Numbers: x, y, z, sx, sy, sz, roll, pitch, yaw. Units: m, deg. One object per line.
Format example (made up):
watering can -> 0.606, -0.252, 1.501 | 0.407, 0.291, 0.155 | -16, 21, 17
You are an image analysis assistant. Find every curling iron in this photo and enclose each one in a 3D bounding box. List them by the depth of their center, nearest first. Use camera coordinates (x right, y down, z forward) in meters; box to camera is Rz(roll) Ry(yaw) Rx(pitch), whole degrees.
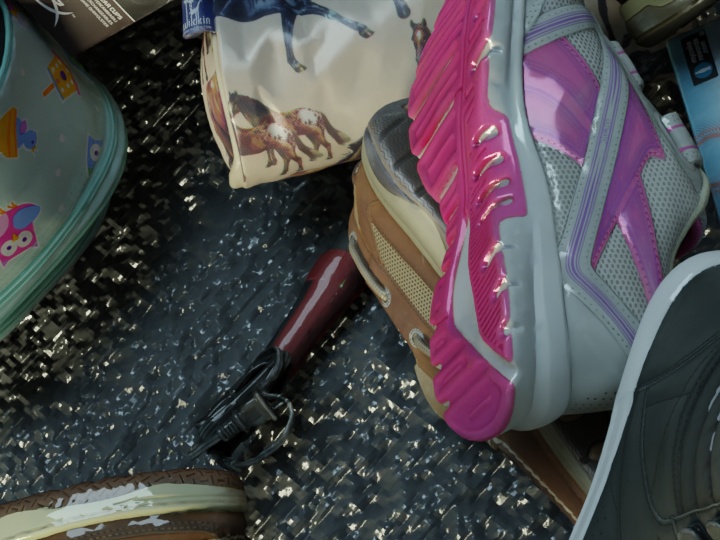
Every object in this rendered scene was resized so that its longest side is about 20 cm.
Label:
curling iron -> 0.000, 0.000, 1.004 | 0.200, 0.026, 0.050 | -53, 19, -23

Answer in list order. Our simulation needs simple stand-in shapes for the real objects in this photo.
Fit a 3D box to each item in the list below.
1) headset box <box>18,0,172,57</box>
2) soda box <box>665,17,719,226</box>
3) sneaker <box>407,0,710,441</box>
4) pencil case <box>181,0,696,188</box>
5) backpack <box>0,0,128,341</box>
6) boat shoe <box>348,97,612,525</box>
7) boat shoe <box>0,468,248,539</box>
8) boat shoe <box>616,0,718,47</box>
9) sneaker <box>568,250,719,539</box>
headset box -> -0.045, -0.190, 0.992 | 0.199, 0.077, 0.149 | -25, 33, 29
soda box -> 0.165, -0.003, 0.894 | 0.068, 0.064, 0.201 | -22, 51, 15
sneaker -> 0.071, -0.034, 0.884 | 0.088, 0.081, 0.201 | 6, 66, -18
pencil case -> 0.034, -0.096, 0.995 | 0.199, 0.078, 0.090 | -14, 84, 4
backpack -> -0.190, -0.046, 1.059 | 0.176, 0.153, 0.200 | -46, 37, -6
boat shoe -> 0.059, 0.028, 0.934 | 0.075, 0.072, 0.200 | -11, 57, -33
boat shoe -> -0.132, 0.129, 0.979 | 0.201, 0.075, 0.075 | -15, 80, 16
boat shoe -> 0.159, -0.163, 0.928 | 0.200, 0.072, 0.068 | -38, 90, -11
sneaker -> 0.107, 0.100, 0.793 | 0.099, 0.070, 0.201 | -141, 62, -73
